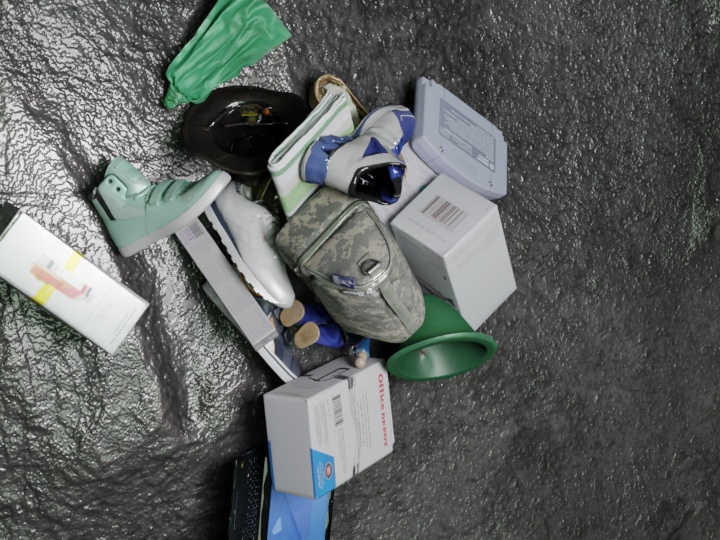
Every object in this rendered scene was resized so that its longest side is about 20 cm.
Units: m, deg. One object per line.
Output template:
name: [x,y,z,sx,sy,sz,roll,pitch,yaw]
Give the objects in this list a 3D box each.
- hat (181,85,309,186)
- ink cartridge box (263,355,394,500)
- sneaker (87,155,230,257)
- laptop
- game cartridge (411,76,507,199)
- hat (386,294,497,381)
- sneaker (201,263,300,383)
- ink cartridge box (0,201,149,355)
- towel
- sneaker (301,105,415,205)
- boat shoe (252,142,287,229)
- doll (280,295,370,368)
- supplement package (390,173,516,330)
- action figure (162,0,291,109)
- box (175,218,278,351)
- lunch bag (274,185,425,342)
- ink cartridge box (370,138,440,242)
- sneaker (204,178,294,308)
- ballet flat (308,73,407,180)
hat: [-0.153,-0.170,1.500,0.199,0.201,0.082,-21,137,-24]
ink cartridge box: [-0.042,0.221,1.577,0.199,0.084,0.148,-20,108,-54]
sneaker: [-0.271,-0.107,1.430,0.199,0.074,0.119,-27,106,25]
laptop: [-0.113,0.349,1.585,0.102,0.200,0.180,5,92,14]
game cartridge: [0.151,-0.192,1.665,0.199,0.040,0.135,29,50,-37]
hat: [0.098,0.050,1.622,0.200,0.164,0.178,31,42,-56]
sneaker: [-0.135,0.074,1.561,0.079,0.078,0.201,-40,110,-7]
ink cartridge box: [-0.386,0.010,1.391,0.200,0.145,0.084,40,78,-24]
towel: [-0.058,-0.129,1.465,0.149,0.031,0.201,-48,153,-20]
sneaker: [0.024,-0.139,1.433,0.199,0.115,0.081,-34,147,-44]
boat shoe: [-0.120,-0.098,1.563,0.073,0.063,0.203,21,85,-27]
doll: [-0.031,0.083,1.595,0.048,0.137,0.199,-44,158,23]
supplement package: [0.142,-0.021,1.631,0.117,0.117,0.201,-43,142,-17]
action figure: [-0.202,-0.299,1.508,0.200,0.055,0.118,-48,115,-8]
box: [-0.184,0.017,1.495,0.041,0.039,0.201,-35,75,-7]
lunch bag: [0.000,0.000,1.466,0.139,0.168,0.200,-45,148,-6]
ink cartridge box: [0.015,-0.107,1.625,0.200,0.076,0.137,-48,113,-17]
sneaker: [-0.139,-0.039,1.496,0.080,0.076,0.201,-35,72,3]
ballet flat: [-0.007,-0.203,1.556,0.070,0.065,0.200,-39,73,-17]
